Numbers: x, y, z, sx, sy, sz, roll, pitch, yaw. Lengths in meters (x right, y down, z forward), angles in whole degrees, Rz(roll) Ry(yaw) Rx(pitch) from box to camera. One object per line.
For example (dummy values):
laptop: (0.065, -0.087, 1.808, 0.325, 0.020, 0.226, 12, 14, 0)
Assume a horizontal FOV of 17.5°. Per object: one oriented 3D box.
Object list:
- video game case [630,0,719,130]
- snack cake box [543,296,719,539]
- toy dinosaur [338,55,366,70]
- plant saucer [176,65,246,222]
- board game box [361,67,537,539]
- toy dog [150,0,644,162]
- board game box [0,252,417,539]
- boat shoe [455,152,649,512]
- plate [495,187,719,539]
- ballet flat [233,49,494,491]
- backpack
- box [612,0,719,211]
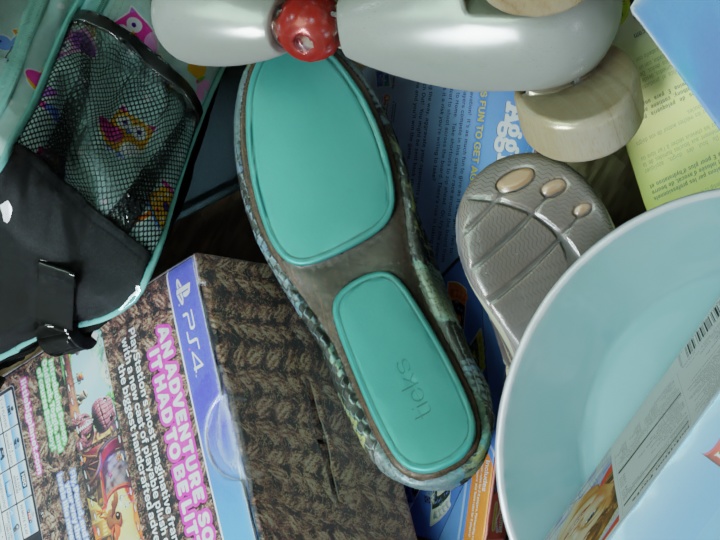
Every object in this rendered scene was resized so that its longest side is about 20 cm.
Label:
video game case: (0.199, -0.019, 0.791, 0.045, 0.181, 0.201, -44, 65, 26)
snack cake box: (0.103, 0.108, 0.814, 0.067, 0.115, 0.201, 35, 100, -3)
toy dinosaur: (0.011, -0.138, 0.980, 0.199, 0.058, 0.102, 19, 117, 51)
plant saucer: (-0.089, -0.054, 1.090, 0.199, 0.019, 0.070, -25, 70, 31)
board game box: (0.029, 0.012, 1.006, 0.102, 0.019, 0.202, 9, 93, 37)
toy dog: (0.025, -0.116, 0.905, 0.199, 0.097, 0.132, 21, 140, 8)
board game box: (-0.085, 0.109, 1.011, 0.199, 0.096, 0.161, -30, 65, 37)
boat shoe: (0.097, 0.046, 0.927, 0.074, 0.073, 0.201, -19, 96, 3)
plate: (0.149, 0.066, 0.875, 0.198, 0.026, 0.202, 1, 100, 5)
ballet flat: (0.000, 0.000, 0.973, 0.074, 0.074, 0.201, -27, 74, 31)
backpack: (-0.146, -0.067, 1.002, 0.153, 0.201, 0.175, 44, 137, -17)
box: (0.133, -0.094, 0.921, 0.075, 0.050, 0.201, -26, 74, 32)
